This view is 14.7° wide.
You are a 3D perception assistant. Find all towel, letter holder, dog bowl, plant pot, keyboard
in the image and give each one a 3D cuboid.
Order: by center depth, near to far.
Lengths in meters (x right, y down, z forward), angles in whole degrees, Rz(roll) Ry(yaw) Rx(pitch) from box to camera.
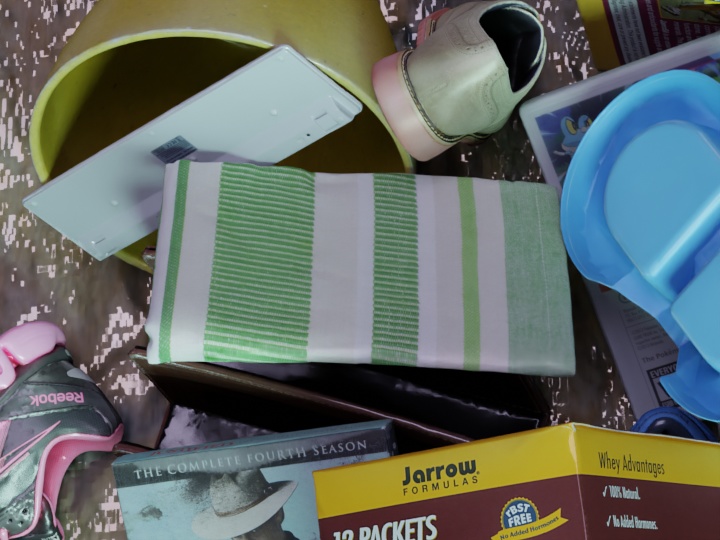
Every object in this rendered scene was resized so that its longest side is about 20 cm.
[{"bbox_3d":[0.171,-0.006,1.304,0.112,0.049,0.200,-50,44,17],"label":"dog bowl"},{"bbox_3d":[0.000,0.000,1.342,0.199,0.023,0.153,3,36,-1],"label":"towel"},{"bbox_3d":[-0.020,0.072,1.401,0.199,0.142,0.101,14,74,16],"label":"letter holder"},{"bbox_3d":[-0.088,-0.057,1.409,0.200,0.056,0.011,-27,33,37],"label":"keyboard"},{"bbox_3d":[-0.061,-0.106,1.463,0.199,0.200,0.142,0,51,12],"label":"plant pot"}]

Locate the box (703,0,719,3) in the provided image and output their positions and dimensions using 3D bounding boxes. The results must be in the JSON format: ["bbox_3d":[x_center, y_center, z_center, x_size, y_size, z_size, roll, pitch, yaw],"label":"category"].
[{"bbox_3d":[0.255,-0.169,1.309,0.199,0.064,0.070,0,56,-11],"label":"box"}]

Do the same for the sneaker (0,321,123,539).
[{"bbox_3d":[-0.204,0.124,1.466,0.095,0.079,0.200,42,85,10],"label":"sneaker"}]

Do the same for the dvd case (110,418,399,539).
[{"bbox_3d":[-0.035,0.179,1.373,0.145,0.022,0.201,-8,98,16],"label":"dvd case"}]

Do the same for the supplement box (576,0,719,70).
[{"bbox_3d":[0.217,-0.160,1.440,0.199,0.131,0.104,9,72,14],"label":"supplement box"}]

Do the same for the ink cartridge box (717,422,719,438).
[{"bbox_3d":[0.226,0.071,1.319,0.104,0.059,0.201,-8,90,46],"label":"ink cartridge box"}]

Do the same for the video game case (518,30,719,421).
[{"bbox_3d":[0.200,-0.030,1.384,0.199,0.023,0.183,-18,98,22],"label":"video game case"}]

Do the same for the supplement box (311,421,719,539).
[{"bbox_3d":[0.094,0.181,1.246,0.132,0.197,0.201,-13,77,30],"label":"supplement box"}]

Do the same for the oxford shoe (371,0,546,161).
[{"bbox_3d":[0.068,-0.105,1.424,0.074,0.200,0.071,-27,99,20],"label":"oxford shoe"}]

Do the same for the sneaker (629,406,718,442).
[{"bbox_3d":[0.161,0.166,1.359,0.066,0.078,0.201,-11,78,6],"label":"sneaker"}]
